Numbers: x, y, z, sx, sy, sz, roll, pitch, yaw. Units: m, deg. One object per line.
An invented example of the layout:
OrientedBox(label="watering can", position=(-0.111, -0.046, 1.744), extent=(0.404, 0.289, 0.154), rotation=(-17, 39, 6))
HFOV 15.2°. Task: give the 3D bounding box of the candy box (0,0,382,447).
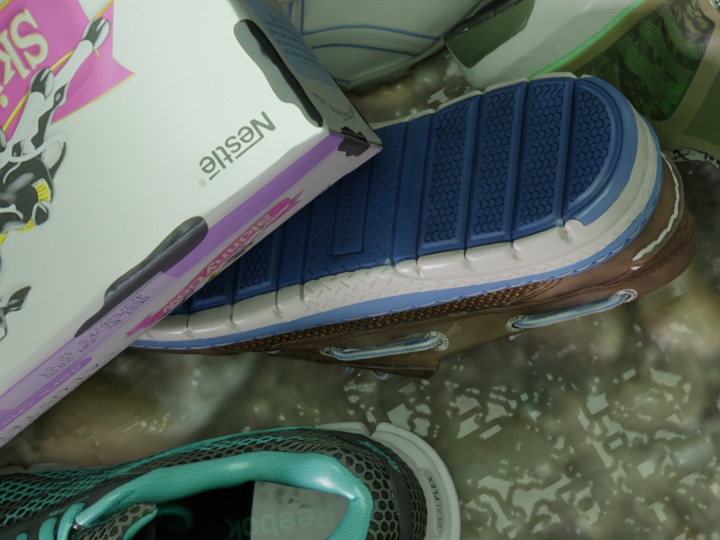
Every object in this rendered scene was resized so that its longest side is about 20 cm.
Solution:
OrientedBox(label="candy box", position=(-0.121, -0.062, 0.701), extent=(0.168, 0.072, 0.200), rotation=(-38, 83, 8))

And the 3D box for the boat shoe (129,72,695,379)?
OrientedBox(label="boat shoe", position=(0.000, 0.000, 0.762), extent=(0.199, 0.072, 0.073), rotation=(-6, 58, 32))

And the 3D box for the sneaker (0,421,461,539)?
OrientedBox(label="sneaker", position=(-0.073, 0.082, 0.757), extent=(0.199, 0.091, 0.078), rotation=(-17, 80, 4))

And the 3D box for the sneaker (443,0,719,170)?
OrientedBox(label="sneaker", position=(0.106, -0.060, 0.724), extent=(0.077, 0.200, 0.089), rotation=(-38, 100, -25))

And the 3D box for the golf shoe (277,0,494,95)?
OrientedBox(label="golf shoe", position=(-0.036, -0.085, 0.772), extent=(0.199, 0.097, 0.079), rotation=(-26, 79, 1))
